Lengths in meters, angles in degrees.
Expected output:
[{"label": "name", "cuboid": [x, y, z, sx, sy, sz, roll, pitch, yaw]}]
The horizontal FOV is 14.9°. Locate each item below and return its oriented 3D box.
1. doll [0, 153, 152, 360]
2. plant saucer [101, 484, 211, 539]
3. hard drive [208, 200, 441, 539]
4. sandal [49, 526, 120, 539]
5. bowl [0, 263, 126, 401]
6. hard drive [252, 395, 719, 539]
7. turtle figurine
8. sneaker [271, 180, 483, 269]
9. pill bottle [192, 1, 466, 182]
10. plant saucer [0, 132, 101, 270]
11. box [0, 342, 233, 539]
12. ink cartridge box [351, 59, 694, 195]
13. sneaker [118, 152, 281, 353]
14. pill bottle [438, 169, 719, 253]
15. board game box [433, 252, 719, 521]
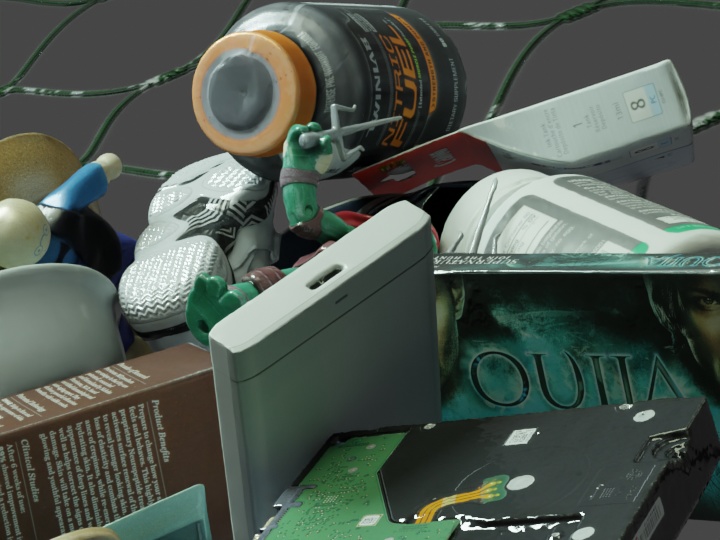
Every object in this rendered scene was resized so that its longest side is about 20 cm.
[{"label": "doll", "cuboid": [-0.168, -0.004, 1.618, 0.048, 0.200, 0.137, 22, 85, 25]}, {"label": "plant saucer", "cuboid": [-0.165, 0.169, 1.397, 0.199, 0.070, 0.019, -24, 62, -13]}, {"label": "hard drive", "cuboid": [-0.012, 0.078, 1.360, 0.027, 0.201, 0.132, 31, 51, 34]}, {"label": "sandal", "cuboid": [-0.195, 0.210, 1.339, 0.211, 0.078, 0.070, -29, 54, -6]}, {"label": "bowl", "cuboid": [-0.207, 0.091, 1.552, 0.200, 0.201, 0.091, -26, 67, -13]}, {"label": "hard drive", "cuboid": [0.050, 0.113, 1.241, 0.199, 0.038, 0.140, -7, 23, 28]}, {"label": "turtle figurine", "cuboid": [0.000, 0.000, 1.497, 0.149, 0.101, 0.200, 30, 43, 20]}, {"label": "sneaker", "cuboid": [0.025, -0.018, 1.648, 0.199, 0.075, 0.084, -13, -10, 17]}, {"label": "pill bottle", "cuboid": [-0.022, -0.106, 1.638, 0.106, 0.107, 0.200, -6, 2, 27]}, {"label": "plant saucer", "cuboid": [-0.209, 0.018, 1.654, 0.035, 0.201, 0.200, 21, 42, 26]}, {"label": "box", "cuboid": [-0.159, 0.115, 1.460, 0.199, 0.101, 0.075, -15, 15, -20]}, {"label": "ink cartridge box", "cuboid": [0.103, -0.065, 1.669, 0.199, 0.048, 0.160, -19, -7, 5]}, {"label": "sneaker", "cuboid": [-0.081, 0.012, 1.643, 0.075, 0.115, 0.200, -10, 28, 20]}, {"label": "pill bottle", "cuboid": [0.130, 0.012, 1.493, 0.113, 0.114, 0.200, -28, 26, -18]}, {"label": "board game box", "cuboid": [0.117, 0.057, 1.381, 0.199, 0.136, 0.028, 0, 22, 37]}]
